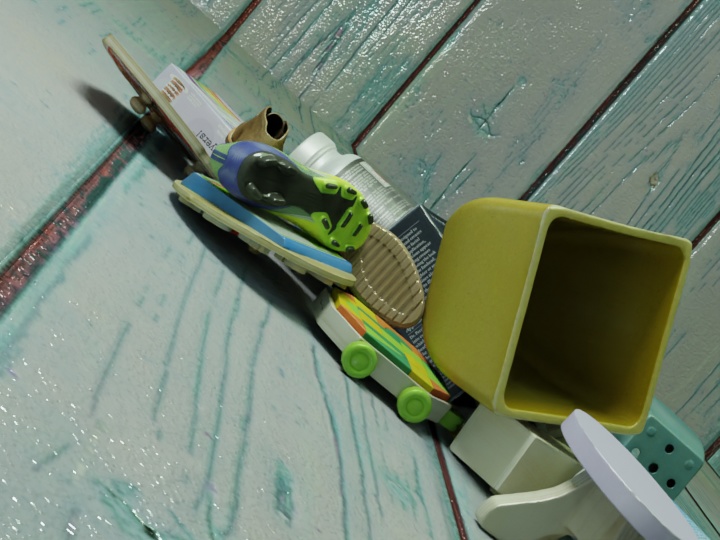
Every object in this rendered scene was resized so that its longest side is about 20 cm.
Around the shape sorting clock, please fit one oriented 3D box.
[{"bbox_3d":[-0.093,-0.034,1.400,0.199,0.039,0.200,32,6,-4],"label":"shape sorting clock"}]

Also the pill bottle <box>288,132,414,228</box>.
[{"bbox_3d":[-0.008,-0.071,1.814,0.200,0.117,0.116,44,8,10],"label":"pill bottle"}]

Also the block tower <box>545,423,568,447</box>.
[{"bbox_3d":[0.209,0.090,1.558,0.058,0.054,0.202,32,42,-66],"label":"block tower"}]

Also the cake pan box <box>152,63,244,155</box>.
[{"bbox_3d":[-0.144,-0.137,1.697,0.200,0.052,0.184,49,8,17],"label":"cake pan box"}]

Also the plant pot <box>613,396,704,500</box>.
[{"bbox_3d":[0.313,0.207,1.722,0.141,0.142,0.200,40,2,-11],"label":"plant pot"}]

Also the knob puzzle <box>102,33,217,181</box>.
[{"bbox_3d":[-0.215,-0.163,1.508,0.220,0.030,0.220,51,-5,6],"label":"knob puzzle"}]

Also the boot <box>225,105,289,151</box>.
[{"bbox_3d":[-0.099,-0.136,1.533,0.073,0.076,0.200,32,13,-10],"label":"boot"}]

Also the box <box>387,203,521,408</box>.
[{"bbox_3d":[0.101,0.044,1.643,0.201,0.107,0.148,56,12,18],"label":"box"}]

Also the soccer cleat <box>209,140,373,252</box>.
[{"bbox_3d":[-0.063,-0.075,1.403,0.083,0.065,0.199,29,1,43],"label":"soccer cleat"}]

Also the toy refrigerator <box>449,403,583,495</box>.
[{"bbox_3d":[0.176,0.200,1.428,0.076,0.070,0.200,39,3,42],"label":"toy refrigerator"}]

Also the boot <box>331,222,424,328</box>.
[{"bbox_3d":[0.000,0.000,1.548,0.200,0.072,0.167,51,-12,18],"label":"boot"}]

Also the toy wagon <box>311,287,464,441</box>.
[{"bbox_3d":[0.036,0.094,1.398,0.200,0.040,0.155,40,8,-15],"label":"toy wagon"}]

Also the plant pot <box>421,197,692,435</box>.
[{"bbox_3d":[0.167,0.030,1.427,0.194,0.196,0.199,11,6,-35],"label":"plant pot"}]

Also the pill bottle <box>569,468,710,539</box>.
[{"bbox_3d":[0.270,0.271,1.347,0.109,0.109,0.200,33,12,-49],"label":"pill bottle"}]

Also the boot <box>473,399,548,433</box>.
[{"bbox_3d":[0.184,0.168,1.607,0.174,0.069,0.201,36,17,-38],"label":"boot"}]

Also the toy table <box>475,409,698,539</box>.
[{"bbox_3d":[0.199,0.218,1.247,0.184,0.117,0.200,41,8,-11],"label":"toy table"}]
